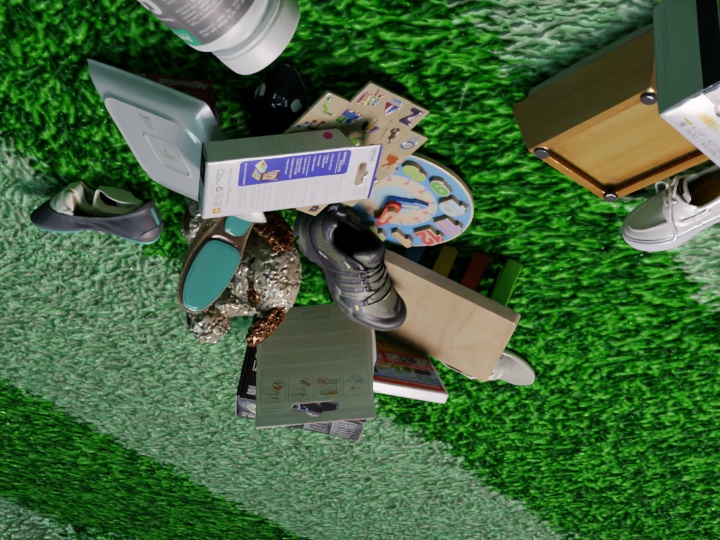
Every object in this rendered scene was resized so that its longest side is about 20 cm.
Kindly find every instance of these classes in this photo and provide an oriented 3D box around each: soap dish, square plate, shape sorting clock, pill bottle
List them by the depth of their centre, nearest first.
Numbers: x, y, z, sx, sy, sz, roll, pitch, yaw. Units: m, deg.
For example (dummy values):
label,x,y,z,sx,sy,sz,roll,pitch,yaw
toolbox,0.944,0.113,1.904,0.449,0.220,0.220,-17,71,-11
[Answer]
label,x,y,z,sx,sy,sz,roll,pitch,yaw
pill bottle,-0.153,-0.278,1.148,0.112,0.115,0.199,-12,144,37
soap dish,0.275,-0.153,1.260,0.156,0.082,0.199,28,147,-29
square plate,-0.215,-0.142,1.416,0.198,0.029,0.199,23,154,33
shape sorting clock,0.042,-0.087,1.518,0.197,0.040,0.201,8,152,4

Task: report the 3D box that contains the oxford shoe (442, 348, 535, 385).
label,x,y,z,sx,sy,sz,roll,pitch,yaw
oxford shoe,0.186,0.142,1.878,0.199,0.059,0.075,28,146,-32

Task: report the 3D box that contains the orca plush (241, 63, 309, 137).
label,x,y,z,sx,sy,sz,roll,pitch,yaw
orca plush,-0.113,-0.144,1.400,0.105,0.071,0.200,40,144,-4

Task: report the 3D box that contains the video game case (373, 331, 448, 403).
label,x,y,z,sx,sy,sz,roll,pitch,yaw
video game case,0.032,0.116,1.747,0.141,0.201,0.018,12,114,-21

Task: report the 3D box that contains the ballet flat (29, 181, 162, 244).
label,x,y,z,sx,sy,sz,roll,pitch,yaw
ballet flat,-0.356,-0.085,1.651,0.197,0.074,0.073,9,154,18

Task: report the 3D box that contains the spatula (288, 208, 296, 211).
label,x,y,z,sx,sy,sz,roll,pitch,yaw
spatula,-0.084,-0.120,1.520,0.056,0.021,0.201,17,153,2

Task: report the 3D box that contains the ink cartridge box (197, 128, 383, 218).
label,x,y,z,sx,sy,sz,roll,pitch,yaw
ink cartridge box,-0.079,-0.108,1.355,0.197,0.037,0.095,-6,145,-16

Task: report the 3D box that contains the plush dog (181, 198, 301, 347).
label,x,y,z,sx,sy,sz,roll,pitch,yaw
plush dog,-0.136,0.002,1.614,0.159,0.203,0.171,-7,-165,-32

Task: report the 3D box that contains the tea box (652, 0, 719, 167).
label,x,y,z,sx,sy,sz,roll,pitch,yaw
tea box,0.395,-0.179,1.091,0.199,0.135,0.196,31,141,-33

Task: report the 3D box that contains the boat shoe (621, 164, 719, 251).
label,x,y,z,sx,sy,sz,roll,pitch,yaw
boat shoe,0.364,-0.084,1.367,0.200,0.076,0.086,-19,141,40

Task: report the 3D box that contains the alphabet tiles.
label,x,y,z,sx,sy,sz,roll,pitch,yaw
alphabet tiles,-0.022,-0.133,1.387,0.165,0.006,0.200,17,133,-44

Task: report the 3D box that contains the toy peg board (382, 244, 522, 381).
label,x,y,z,sx,sy,sz,roll,pitch,yaw
toy peg board,0.119,0.033,1.684,0.197,0.099,0.201,26,153,6

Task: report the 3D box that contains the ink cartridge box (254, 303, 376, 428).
label,x,y,z,sx,sy,sz,roll,pitch,yaw
ink cartridge box,-0.058,0.133,1.642,0.159,0.202,0.051,-5,139,2

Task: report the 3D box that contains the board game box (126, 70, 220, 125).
label,x,y,z,sx,sy,sz,roll,pitch,yaw
board game box,-0.217,-0.167,1.485,0.101,0.020,0.201,9,153,7

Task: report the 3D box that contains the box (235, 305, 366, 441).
label,x,y,z,sx,sy,sz,roll,pitch,yaw
box,-0.079,0.151,1.875,0.197,0.166,0.086,12,153,-1

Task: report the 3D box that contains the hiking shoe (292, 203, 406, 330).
label,x,y,z,sx,sy,sz,roll,pitch,yaw
hiking shoe,0.000,0.000,1.554,0.200,0.076,0.100,49,153,-20

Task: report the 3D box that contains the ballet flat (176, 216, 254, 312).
label,x,y,z,sx,sy,sz,roll,pitch,yaw
ballet flat,-0.175,-0.044,1.532,0.070,0.202,0.065,32,177,-36
